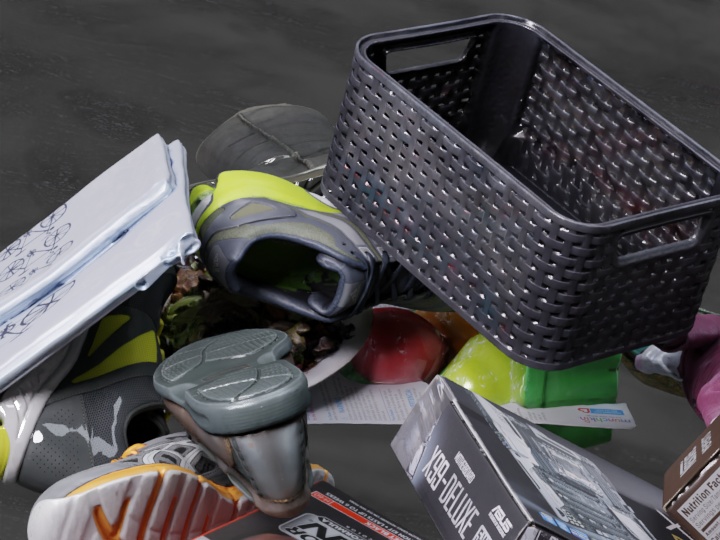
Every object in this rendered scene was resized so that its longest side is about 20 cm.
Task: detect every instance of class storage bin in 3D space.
[{"bbox_3d":[0.089,-0.046,1.498,0.135,0.094,0.200,-14,41,-38],"label":"storage bin"}]

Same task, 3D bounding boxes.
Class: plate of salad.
[{"bbox_3d":[-0.092,0.020,1.585,0.199,0.048,0.200,-2,29,1],"label":"plate of salad"}]

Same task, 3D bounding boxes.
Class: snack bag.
[{"bbox_3d":[-0.167,0.008,1.463,0.021,0.188,0.200,53,6,-18],"label":"snack bag"}]

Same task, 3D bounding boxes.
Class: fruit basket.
[{"bbox_3d":[0.046,0.057,1.625,0.199,0.094,0.185,-5,23,-7],"label":"fruit basket"}]

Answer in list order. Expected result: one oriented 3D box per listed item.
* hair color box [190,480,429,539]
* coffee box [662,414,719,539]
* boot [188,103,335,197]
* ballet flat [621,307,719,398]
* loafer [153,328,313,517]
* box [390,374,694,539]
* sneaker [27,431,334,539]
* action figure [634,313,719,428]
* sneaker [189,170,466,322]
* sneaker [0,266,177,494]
[{"bbox_3d":[-0.038,0.167,1.283,0.101,0.061,0.200,26,24,24],"label":"hair color box"},{"bbox_3d":[0.245,0.149,1.358,0.200,0.080,0.114,44,7,2],"label":"coffee box"},{"bbox_3d":[-0.078,-0.059,1.827,0.181,0.073,0.200,-8,23,-17],"label":"boot"},{"bbox_3d":[0.252,0.066,1.753,0.199,0.071,0.071,18,21,4],"label":"ballet flat"},{"bbox_3d":[-0.057,0.073,1.338,0.072,0.063,0.200,-16,9,-5],"label":"loafer"},{"bbox_3d":[0.124,0.144,1.386,0.200,0.050,0.158,28,14,-25],"label":"box"},{"bbox_3d":[-0.099,0.118,1.358,0.077,0.079,0.200,28,14,32],"label":"sneaker"},{"bbox_3d":[0.212,0.062,1.520,0.149,0.134,0.200,-30,27,-3],"label":"action figure"},{"bbox_3d":[0.000,0.000,1.540,0.199,0.074,0.081,5,29,-14],"label":"sneaker"},{"bbox_3d":[-0.133,0.062,1.474,0.084,0.075,0.200,27,39,3],"label":"sneaker"}]
